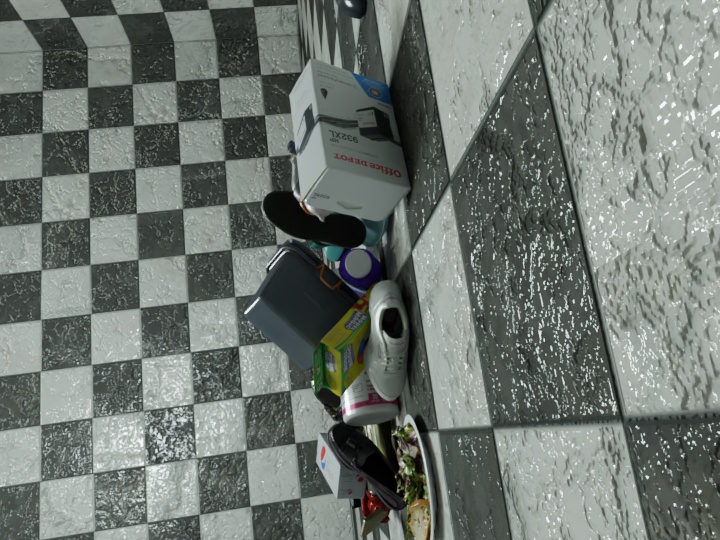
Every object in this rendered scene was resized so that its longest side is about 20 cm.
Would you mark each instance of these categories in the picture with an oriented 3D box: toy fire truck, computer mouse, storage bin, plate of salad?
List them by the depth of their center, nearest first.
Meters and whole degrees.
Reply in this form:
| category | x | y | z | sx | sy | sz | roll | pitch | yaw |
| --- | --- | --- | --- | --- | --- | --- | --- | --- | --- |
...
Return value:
| category | x | y | z | sx | sy | sz | roll | pitch | yaw |
| --- | --- | --- | --- | --- | --- | --- | --- | --- | --- |
| plate of salad | 0.081 | 0.334 | 0.940 | 0.200 | 0.046 | 0.208 | 173 | 90 | -84 |
| storage bin | -0.102 | 0.068 | 1.061 | 0.145 | 0.199 | 0.135 | -38 | 13 | 46 |
| computer mouse | -0.029 | -0.546 | 1.117 | 0.141 | 0.051 | 0.204 | 94 | 169 | -50 |
| toy fire truck | 0.025 | 0.475 | 1.305 | 0.199 | 0.124 | 0.183 | -160 | 65 | -70 |

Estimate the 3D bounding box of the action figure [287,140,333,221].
| category | x | y | z | sx | sy | sz | roll | pitch | yaw |
| --- | --- | --- | --- | --- | --- | --- | --- | --- | --- |
| action figure | -0.048 | -0.130 | 0.962 | 0.105 | 0.197 | 0.195 | -51 | 16 | 22 |

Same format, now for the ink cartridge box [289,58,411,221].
| category | x | y | z | sx | sy | sz | roll | pitch | yaw |
| --- | --- | --- | --- | --- | --- | --- | --- | --- | --- |
| ink cartridge box | -0.018 | -0.191 | 0.874 | 0.084 | 0.141 | 0.206 | -43 | 47 | 46 |

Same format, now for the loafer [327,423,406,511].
| category | x | y | z | sx | sy | sz | roll | pitch | yaw |
| --- | --- | --- | --- | --- | --- | --- | --- | --- | --- |
| loafer | 0.022 | 0.355 | 1.100 | 0.200 | 0.072 | 0.063 | 44 | 150 | 8 |

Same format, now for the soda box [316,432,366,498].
| category | x | y | z | sx | sy | sz | roll | pitch | yaw |
| --- | --- | --- | --- | --- | --- | --- | --- | --- | --- |
| soda box | -0.044 | 0.415 | 1.277 | 0.199 | 0.062 | 0.071 | -165 | 81 | -73 |

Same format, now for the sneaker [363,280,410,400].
| category | x | y | z | sx | sy | sz | roll | pitch | yaw |
| --- | --- | --- | --- | --- | --- | --- | --- | --- | --- |
| sneaker | 0.043 | 0.126 | 0.966 | 0.100 | 0.072 | 0.207 | -113 | 18 | -71 |

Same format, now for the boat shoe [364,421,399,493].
| category | x | y | z | sx | sy | sz | roll | pitch | yaw |
| --- | --- | --- | --- | --- | --- | --- | --- | --- | --- |
| boat shoe | 0.030 | 0.347 | 1.229 | 0.073 | 0.062 | 0.206 | 31 | -139 | -57 |

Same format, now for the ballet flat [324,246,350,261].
| category | x | y | z | sx | sy | sz | roll | pitch | yaw |
| --- | --- | --- | --- | --- | --- | --- | --- | --- | --- |
| ballet flat | -0.013 | -0.106 | 1.196 | 0.203 | 0.071 | 0.074 | -60 | 28 | 32 |

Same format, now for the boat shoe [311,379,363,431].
| category | x | y | z | sx | sy | sz | roll | pitch | yaw |
| --- | --- | --- | --- | --- | --- | --- | --- | --- | --- |
| boat shoe | -0.036 | 0.280 | 1.228 | 0.200 | 0.071 | 0.066 | 45 | -147 | -45 |

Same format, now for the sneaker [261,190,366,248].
| category | x | y | z | sx | sy | sz | roll | pitch | yaw |
| --- | --- | --- | --- | --- | --- | --- | --- | --- | --- |
| sneaker | -0.096 | -0.092 | 1.079 | 0.120 | 0.195 | 0.086 | 9 | 81 | 66 |

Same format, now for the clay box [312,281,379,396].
| category | x | y | z | sx | sy | sz | roll | pitch | yaw |
| --- | --- | --- | --- | --- | --- | --- | --- | --- | --- |
| clay box | -0.010 | 0.126 | 1.036 | 0.200 | 0.047 | 0.117 | -47 | -31 | -38 |

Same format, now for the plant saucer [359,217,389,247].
| category | x | y | z | sx | sy | sz | roll | pitch | yaw |
| --- | --- | --- | --- | --- | --- | --- | --- | --- | --- |
| plant saucer | 0.003 | -0.145 | 1.067 | 0.200 | 0.027 | 0.205 | 47 | 145 | 47 |

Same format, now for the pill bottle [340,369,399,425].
| category | x | y | z | sx | sy | sz | roll | pitch | yaw |
| --- | --- | --- | --- | --- | --- | --- | --- | --- | --- |
| pill bottle | 0.008 | 0.189 | 1.167 | 0.114 | 0.109 | 0.206 | 98 | 164 | -64 |

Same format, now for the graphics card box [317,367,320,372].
| category | x | y | z | sx | sy | sz | roll | pitch | yaw |
| --- | --- | --- | --- | --- | --- | --- | --- | --- | --- |
| graphics card box | -0.081 | 0.157 | 1.297 | 0.200 | 0.050 | 0.128 | -80 | -35 | -89 |

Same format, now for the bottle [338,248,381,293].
| category | x | y | z | sx | sy | sz | roll | pitch | yaw |
| --- | --- | --- | --- | --- | --- | --- | --- | --- | --- |
| bottle | 0.000 | 0.000 | 1.104 | 0.200 | 0.081 | 0.067 | 77 | -144 | -83 |

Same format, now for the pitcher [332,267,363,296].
| category | x | y | z | sx | sy | sz | roll | pitch | yaw |
| --- | --- | --- | --- | --- | --- | --- | --- | --- | --- |
| pitcher | -0.019 | 0.112 | 1.327 | 0.173 | 0.117 | 0.205 | -105 | 3 | -61 |
